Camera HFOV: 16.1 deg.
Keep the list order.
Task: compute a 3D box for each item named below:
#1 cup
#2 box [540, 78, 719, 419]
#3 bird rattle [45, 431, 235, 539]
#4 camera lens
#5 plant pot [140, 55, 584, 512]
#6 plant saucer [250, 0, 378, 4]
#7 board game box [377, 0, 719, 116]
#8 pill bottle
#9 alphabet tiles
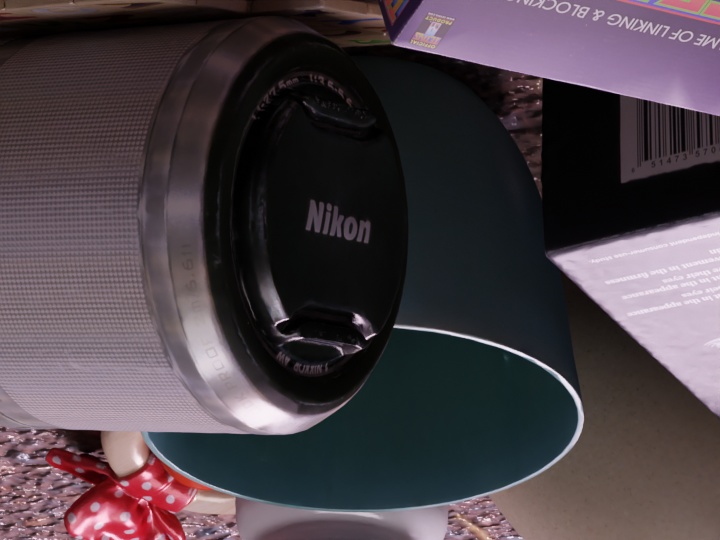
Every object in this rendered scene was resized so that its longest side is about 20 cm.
[{"bbox_3d":[0.131,0.073,1.315,0.143,0.200,0.200,27,149,2],"label":"cup"},{"bbox_3d":[0.188,-0.025,1.128,0.148,0.104,0.200,-13,149,26],"label":"box"},{"bbox_3d":[-0.088,0.104,1.479,0.200,0.113,0.163,8,142,12],"label":"bird rattle"},{"bbox_3d":[-0.093,-0.016,1.009,0.200,0.160,0.160,-1,155,31],"label":"camera lens"},{"bbox_3d":[0.000,0.000,1.176,0.200,0.161,0.201,0,151,0],"label":"plant pot"},{"bbox_3d":[-0.016,-0.118,1.024,0.200,0.032,0.200,-1,180,0],"label":"plant saucer"},{"bbox_3d":[0.127,-0.132,0.875,0.200,0.057,0.165,9,136,-27],"label":"board game box"},{"bbox_3d":[-0.009,0.091,1.302,0.109,0.200,0.110,1,152,0],"label":"pill bottle"},{"bbox_3d":[-0.067,-0.100,1.028,0.167,0.008,0.200,-1,180,32],"label":"alphabet tiles"}]
